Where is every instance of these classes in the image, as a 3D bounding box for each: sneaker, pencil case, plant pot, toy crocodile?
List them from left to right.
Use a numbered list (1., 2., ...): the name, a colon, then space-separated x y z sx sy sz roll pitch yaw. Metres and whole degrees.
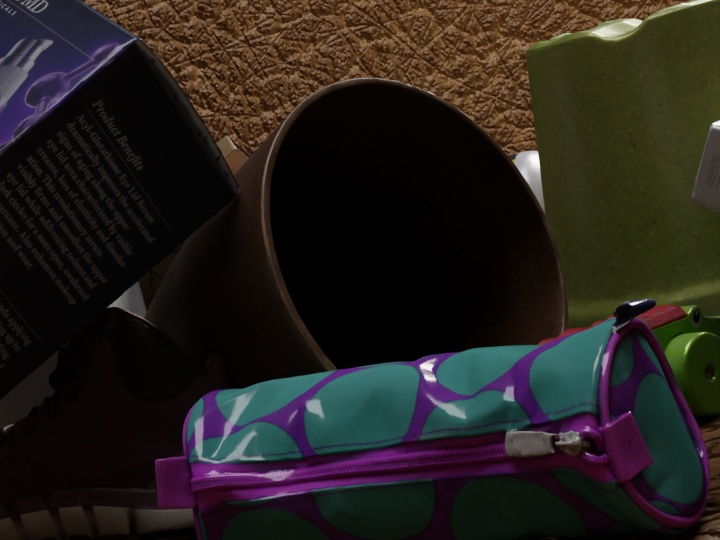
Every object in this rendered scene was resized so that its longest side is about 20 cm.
1. sneaker: -0.152 0.072 0.865 0.200 0.116 0.076 -5 -5 -8
2. plant pot: -0.030 0.027 0.955 0.187 0.187 0.200 -21 -6 -44
3. pencil case: 0.028 0.071 0.716 0.200 0.085 0.092 -13 -7 28
4. toy crocodile: 0.106 0.049 0.836 0.200 0.062 0.068 -19 7 -39
5. plant pot: 0.175 -0.052 1.017 0.200 0.184 0.200 -16 5 1

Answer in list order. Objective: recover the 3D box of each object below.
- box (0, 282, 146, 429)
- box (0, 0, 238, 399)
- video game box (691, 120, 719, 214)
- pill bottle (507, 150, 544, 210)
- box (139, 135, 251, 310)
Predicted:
1. box: -0.178 0.059 1.032 0.106 0.152 0.200 -15 5 3
2. box: -0.184 -0.034 0.860 0.200 0.104 0.148 -43 42 -13
3. video game box: 0.282 -0.038 0.876 0.182 0.047 0.200 24 28 30
4. pill bottle: 0.087 -0.019 1.278 0.200 0.112 0.112 -13 6 19
5. box: -0.121 0.013 1.198 0.200 0.021 0.163 -40 -29 6
